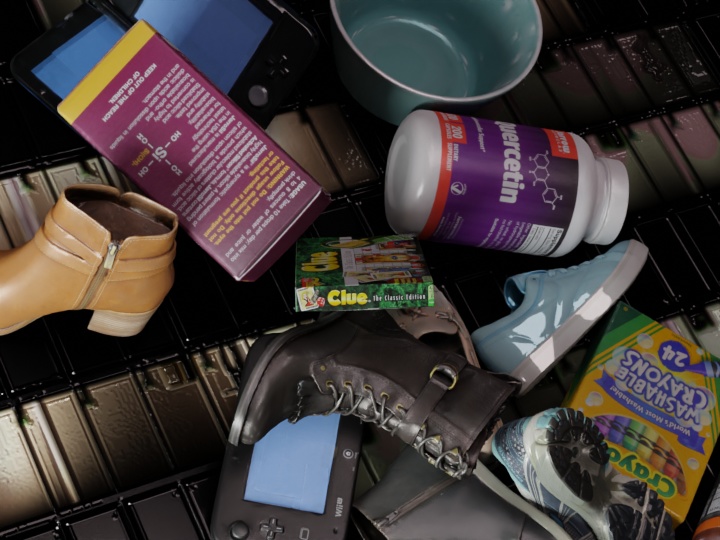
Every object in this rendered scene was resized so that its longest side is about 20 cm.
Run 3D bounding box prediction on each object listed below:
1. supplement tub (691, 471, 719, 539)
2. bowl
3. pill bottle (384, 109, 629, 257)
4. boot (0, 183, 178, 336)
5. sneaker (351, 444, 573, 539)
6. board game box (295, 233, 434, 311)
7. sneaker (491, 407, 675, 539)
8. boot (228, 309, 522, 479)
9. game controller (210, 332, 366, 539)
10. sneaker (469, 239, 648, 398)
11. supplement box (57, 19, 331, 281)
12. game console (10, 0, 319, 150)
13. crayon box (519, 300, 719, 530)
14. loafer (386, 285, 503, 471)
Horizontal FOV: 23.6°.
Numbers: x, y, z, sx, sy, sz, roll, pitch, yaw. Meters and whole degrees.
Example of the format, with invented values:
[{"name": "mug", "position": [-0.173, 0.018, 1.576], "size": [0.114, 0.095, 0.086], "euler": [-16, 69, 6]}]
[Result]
[{"name": "supplement tub", "position": [0.334, 0.209, 1.410], "size": [0.107, 0.107, 0.200], "euler": [31, 56, 1]}, {"name": "bowl", "position": [0.054, -0.207, 1.569], "size": [0.201, 0.105, 0.201], "euler": [9, 57, -14]}, {"name": "pill bottle", "position": [0.128, -0.073, 1.508], "size": [0.200, 0.112, 0.112], "euler": [7, 58, -15]}, {"name": "boot", "position": [-0.241, -0.014, 1.322], "size": [0.200, 0.155, 0.074], "euler": [4, 59, -16]}, {"name": "sneaker", "position": [0.089, 0.224, 1.346], "size": [0.200, 0.075, 0.106], "euler": [40, 60, 19]}, {"name": "board game box", "position": [0.000, 0.000, 1.367], "size": [0.105, 0.200, 0.023], "euler": [-5, 102, -1]}, {"name": "sneaker", "position": [0.178, 0.187, 1.376], "size": [0.078, 0.086, 0.200], "euler": [-49, 116, -34]}, {"name": "boot", "position": [0.015, 0.104, 1.327], "size": [0.174, 0.069, 0.200], "euler": [35, 53, 14]}, {"name": "game controller", "position": [-0.052, 0.140, 1.353], "size": [0.104, 0.042, 0.200], "euler": [5, 57, 7]}, {"name": "sneaker", "position": [0.172, 0.020, 1.490], "size": [0.082, 0.074, 0.200], "euler": [44, 56, 7]}, {"name": "supplement box", "position": [-0.130, -0.093, 1.395], "size": [0.200, 0.131, 0.103], "euler": [43, 90, 3]}, {"name": "game console", "position": [-0.168, -0.187, 1.480], "size": [0.200, 0.171, 0.118], "euler": [41, 30, 8]}, {"name": "crayon box", "position": [0.230, 0.137, 1.452], "size": [0.126, 0.052, 0.200], "euler": [30, 56, 1]}, {"name": "loafer", "position": [0.066, 0.071, 1.422], "size": [0.072, 0.063, 0.200], "euler": [-24, 70, -10]}]
